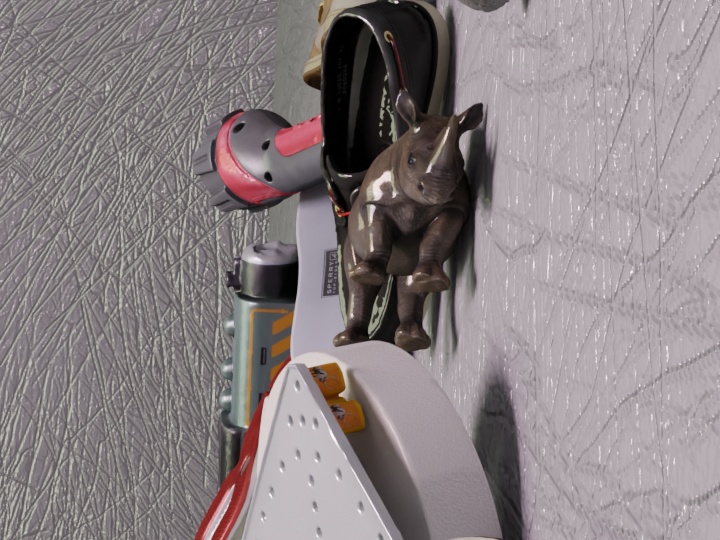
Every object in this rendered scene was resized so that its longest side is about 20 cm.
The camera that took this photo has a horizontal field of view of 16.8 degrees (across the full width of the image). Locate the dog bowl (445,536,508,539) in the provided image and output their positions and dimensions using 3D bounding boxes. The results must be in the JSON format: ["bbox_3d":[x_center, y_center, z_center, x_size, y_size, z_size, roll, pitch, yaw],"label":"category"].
[{"bbox_3d":[0.002,0.186,0.831,0.074,0.200,0.200,53,-172,-17],"label":"dog bowl"}]

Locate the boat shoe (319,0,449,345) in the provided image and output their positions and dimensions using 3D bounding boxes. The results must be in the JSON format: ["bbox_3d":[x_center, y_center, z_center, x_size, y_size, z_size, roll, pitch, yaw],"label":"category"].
[{"bbox_3d":[0.005,-0.052,1.372,0.073,0.063,0.203,16,108,43],"label":"boat shoe"}]

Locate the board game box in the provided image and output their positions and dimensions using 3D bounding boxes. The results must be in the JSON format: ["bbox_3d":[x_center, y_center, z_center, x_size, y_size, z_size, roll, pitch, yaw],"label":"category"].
[{"bbox_3d":[0.000,0.175,1.094,0.200,0.026,0.201,59,148,36],"label":"board game box"}]

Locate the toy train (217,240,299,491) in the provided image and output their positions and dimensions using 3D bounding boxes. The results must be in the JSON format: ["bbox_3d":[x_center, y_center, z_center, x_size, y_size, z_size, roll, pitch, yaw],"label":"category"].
[{"bbox_3d":[-0.040,0.074,1.661,0.085,0.113,0.201,-110,22,-75],"label":"toy train"}]

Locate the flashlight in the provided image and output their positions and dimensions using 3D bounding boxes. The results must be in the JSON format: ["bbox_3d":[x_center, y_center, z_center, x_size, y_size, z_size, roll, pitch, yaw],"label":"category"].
[{"bbox_3d":[-0.031,-0.085,1.505,0.200,0.068,0.068,-22,36,56],"label":"flashlight"}]

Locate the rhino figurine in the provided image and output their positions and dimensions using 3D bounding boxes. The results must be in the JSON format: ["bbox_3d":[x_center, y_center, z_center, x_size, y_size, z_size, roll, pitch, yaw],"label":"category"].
[{"bbox_3d":[0.027,-0.031,1.255,0.200,0.059,0.088,109,173,-63],"label":"rhino figurine"}]

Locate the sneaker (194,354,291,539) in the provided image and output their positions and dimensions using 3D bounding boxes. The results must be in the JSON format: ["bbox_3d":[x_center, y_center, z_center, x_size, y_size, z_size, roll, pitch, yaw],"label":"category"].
[{"bbox_3d":[-0.019,0.134,1.606,0.201,0.115,0.078,-58,19,4],"label":"sneaker"}]

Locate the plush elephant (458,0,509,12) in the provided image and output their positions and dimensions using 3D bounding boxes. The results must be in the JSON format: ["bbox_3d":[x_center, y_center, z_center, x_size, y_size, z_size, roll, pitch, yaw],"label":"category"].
[{"bbox_3d":[0.005,-0.232,1.107,0.155,0.199,0.165,-67,-19,-46],"label":"plush elephant"}]

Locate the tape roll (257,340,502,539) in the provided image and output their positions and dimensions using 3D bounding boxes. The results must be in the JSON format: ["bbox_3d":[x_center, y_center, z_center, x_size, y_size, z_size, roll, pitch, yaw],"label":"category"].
[{"bbox_3d":[0.007,0.133,1.139,0.203,0.037,0.204,35,130,56],"label":"tape roll"}]

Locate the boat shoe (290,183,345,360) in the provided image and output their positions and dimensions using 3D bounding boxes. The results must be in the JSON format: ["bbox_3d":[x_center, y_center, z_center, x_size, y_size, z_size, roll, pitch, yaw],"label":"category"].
[{"bbox_3d":[0.000,0.000,1.552,0.066,0.069,0.201,58,-150,-53],"label":"boat shoe"}]

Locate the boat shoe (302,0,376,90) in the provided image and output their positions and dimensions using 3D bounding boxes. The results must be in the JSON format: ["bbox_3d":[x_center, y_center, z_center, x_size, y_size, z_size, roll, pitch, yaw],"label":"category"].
[{"bbox_3d":[0.007,-0.149,1.520,0.200,0.074,0.067,135,149,-80],"label":"boat shoe"}]
